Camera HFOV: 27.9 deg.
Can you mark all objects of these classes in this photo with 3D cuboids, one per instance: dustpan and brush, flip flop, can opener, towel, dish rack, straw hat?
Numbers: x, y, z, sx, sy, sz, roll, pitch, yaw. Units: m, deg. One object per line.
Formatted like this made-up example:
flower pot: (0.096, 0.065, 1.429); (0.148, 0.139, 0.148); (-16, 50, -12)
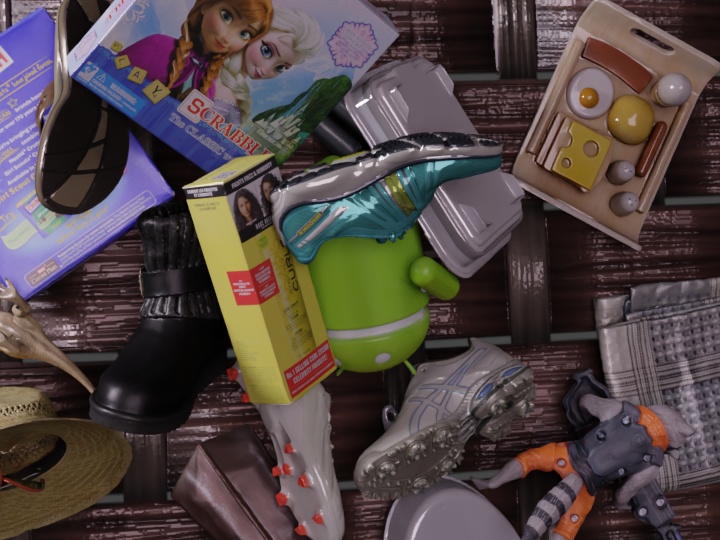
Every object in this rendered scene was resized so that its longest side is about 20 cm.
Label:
dustpan and brush: (0.066, 0.220, 1.346); (0.139, 0.057, 0.201); (-22, 98, -22)
flip flop: (-0.241, -0.138, 1.224); (0.081, 0.057, 0.202); (17, 64, -41)
can opener: (-0.004, -0.129, 1.340); (0.200, 0.066, 0.053); (40, 78, -1)
towel: (0.325, 0.107, 1.401); (0.191, 0.035, 0.202); (-9, 88, -10)
dish rack: (0.076, -0.104, 1.303); (0.043, 0.172, 0.201); (-32, 92, 30)
straw hat: (-0.303, 0.147, 1.242); (0.200, 0.202, 0.085); (-17, 57, -11)

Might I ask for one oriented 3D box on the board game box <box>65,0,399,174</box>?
board game box: (-0.104, -0.186, 1.206); (0.199, 0.041, 0.200); (34, 107, -32)

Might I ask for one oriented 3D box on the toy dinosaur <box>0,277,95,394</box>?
toy dinosaur: (-0.287, 0.056, 1.234); (0.199, 0.101, 0.058); (24, 72, 23)

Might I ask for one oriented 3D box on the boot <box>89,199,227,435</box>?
boot: (-0.165, 0.032, 1.219); (0.079, 0.211, 0.159); (10, 110, 10)

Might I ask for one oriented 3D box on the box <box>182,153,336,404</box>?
box: (-0.083, 0.008, 1.228); (0.075, 0.050, 0.202); (-34, 115, -47)

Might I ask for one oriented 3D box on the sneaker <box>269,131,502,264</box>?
sneaker: (0.025, -0.064, 1.202); (0.198, 0.078, 0.080); (-18, 103, 1)

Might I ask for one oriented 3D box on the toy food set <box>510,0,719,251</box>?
toy food set: (0.245, -0.139, 1.385); (0.143, 0.060, 0.201); (26, 82, -8)

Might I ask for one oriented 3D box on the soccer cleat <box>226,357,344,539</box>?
soccer cleat: (-0.049, 0.147, 1.297); (0.077, 0.069, 0.201); (-15, 74, -35)

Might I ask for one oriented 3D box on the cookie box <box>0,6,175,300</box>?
cookie box: (-0.288, -0.099, 1.277); (0.171, 0.075, 0.201); (-35, 94, -12)

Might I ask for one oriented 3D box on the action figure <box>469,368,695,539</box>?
action figure: (0.228, 0.199, 1.322); (0.193, 0.105, 0.201); (-37, 87, -2)

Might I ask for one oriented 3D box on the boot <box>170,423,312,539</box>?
boot: (-0.118, 0.260, 1.297); (0.186, 0.064, 0.200); (-41, 98, -23)

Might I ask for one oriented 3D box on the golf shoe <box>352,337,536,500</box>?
golf shoe: (0.063, 0.133, 1.326); (0.199, 0.079, 0.097); (-28, 50, -24)

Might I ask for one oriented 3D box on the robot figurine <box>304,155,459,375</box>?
robot figurine: (0.000, 0.000, 1.294); (0.174, 0.116, 0.202); (-2, 107, 22)
